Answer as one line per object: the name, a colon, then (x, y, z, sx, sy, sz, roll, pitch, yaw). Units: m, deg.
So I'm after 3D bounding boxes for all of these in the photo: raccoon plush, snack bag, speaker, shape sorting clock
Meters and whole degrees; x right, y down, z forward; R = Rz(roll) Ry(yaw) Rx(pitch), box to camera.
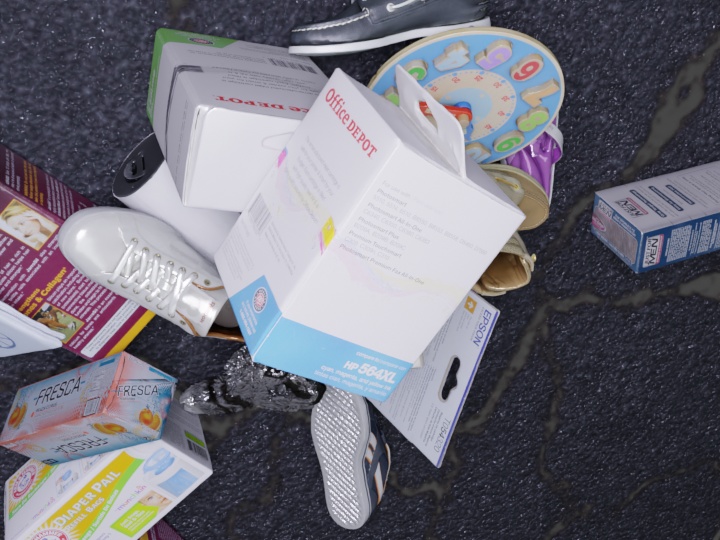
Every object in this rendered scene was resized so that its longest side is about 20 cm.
raccoon plush: (-0.112, 0.076, 0.917, 0.198, 0.135, 0.097, -6, 147, 19)
snack bag: (-0.379, 0.024, 0.709, 0.200, 0.188, 0.022, 38, 56, -37)
speaker: (-0.141, -0.044, 0.807, 0.081, 0.081, 0.200, -42, 126, 7)
shape sorting clock: (0.100, -0.159, 0.815, 0.198, 0.040, 0.200, -2, 153, -1)

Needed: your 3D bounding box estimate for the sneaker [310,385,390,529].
sneaker: (-0.010, 0.212, 1.032, 0.079, 0.078, 0.202, -35, 128, -56)

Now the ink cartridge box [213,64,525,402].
ink cartridge box: (0.008, -0.033, 0.595, 0.125, 0.129, 0.201, 24, 112, -34)

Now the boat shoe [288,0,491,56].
boat shoe: (0.026, -0.236, 0.764, 0.199, 0.076, 0.061, -15, 110, -21)

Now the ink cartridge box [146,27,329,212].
ink cartridge box: (-0.091, -0.126, 0.700, 0.144, 0.200, 0.085, 4, 119, -24)

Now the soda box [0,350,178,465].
soda box: (-0.269, 0.138, 0.813, 0.199, 0.064, 0.068, -19, 138, 38)

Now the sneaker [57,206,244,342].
sneaker: (-0.162, 0.007, 0.727, 0.199, 0.085, 0.073, 27, 95, -35)

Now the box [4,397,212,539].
box: (-0.276, 0.225, 0.906, 0.200, 0.102, 0.112, -42, 127, 6)

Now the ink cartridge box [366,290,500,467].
ink cartridge box: (0.059, 0.070, 0.891, 0.043, 0.200, 0.198, -9, 126, -41)

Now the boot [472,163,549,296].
boot: (0.140, -0.042, 0.840, 0.199, 0.156, 0.073, 17, 128, -38)

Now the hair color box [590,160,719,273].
hair color box: (0.391, -0.069, 1.005, 0.198, 0.100, 0.061, -14, 127, -14)

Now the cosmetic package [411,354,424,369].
cosmetic package: (0.000, 0.000, 0.828, 0.104, 0.071, 0.202, -6, 91, 1)

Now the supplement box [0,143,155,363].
supplement box: (-0.283, -0.012, 0.762, 0.110, 0.086, 0.200, -46, 127, 10)

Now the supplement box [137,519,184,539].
supplement box: (-0.270, 0.384, 1.009, 0.130, 0.103, 0.201, -32, 128, -2)

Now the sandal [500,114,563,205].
sandal: (0.189, -0.134, 0.908, 0.082, 0.050, 0.204, -22, 126, -9)
